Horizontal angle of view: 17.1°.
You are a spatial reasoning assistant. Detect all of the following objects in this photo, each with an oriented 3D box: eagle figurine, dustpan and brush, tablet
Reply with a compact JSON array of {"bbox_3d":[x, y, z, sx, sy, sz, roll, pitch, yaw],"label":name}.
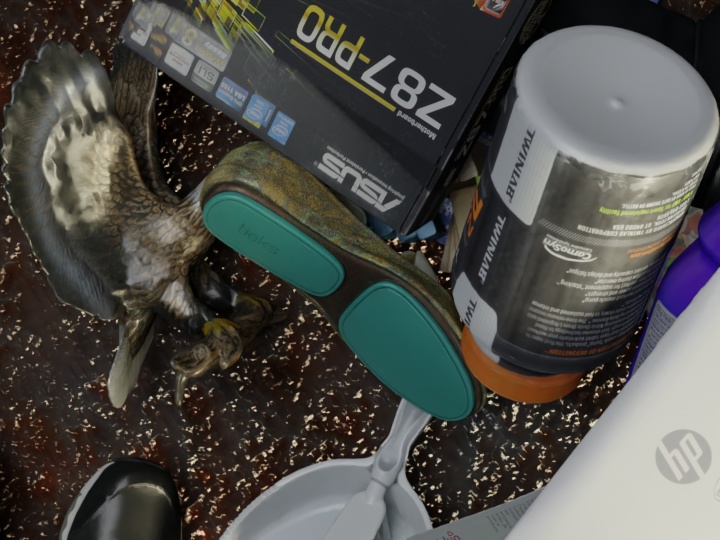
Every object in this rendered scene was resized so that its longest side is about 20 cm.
[{"bbox_3d":[-0.124,-0.034,1.366,0.151,0.152,0.200,-41,91,-25],"label":"eagle figurine"},{"bbox_3d":[0.002,0.138,1.347,0.139,0.057,0.201,25,70,17],"label":"dustpan and brush"},{"bbox_3d":[0.176,0.103,1.185,0.130,0.014,0.200,37,101,-3],"label":"tablet"}]

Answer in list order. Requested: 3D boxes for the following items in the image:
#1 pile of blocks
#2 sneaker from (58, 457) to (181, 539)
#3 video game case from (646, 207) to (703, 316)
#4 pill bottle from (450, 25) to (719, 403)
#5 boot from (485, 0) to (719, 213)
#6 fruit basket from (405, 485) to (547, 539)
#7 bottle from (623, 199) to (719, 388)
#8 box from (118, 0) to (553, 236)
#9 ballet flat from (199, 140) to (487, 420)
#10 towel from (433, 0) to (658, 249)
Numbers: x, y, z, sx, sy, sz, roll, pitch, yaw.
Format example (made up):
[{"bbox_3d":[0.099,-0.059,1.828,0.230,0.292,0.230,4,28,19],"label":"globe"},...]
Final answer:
[{"bbox_3d":[0.039,-0.041,1.332,0.199,0.062,0.083,11,93,18],"label":"pile of blocks"},{"bbox_3d":[-0.141,0.210,1.370,0.075,0.088,0.201,14,98,-22],"label":"sneaker"},{"bbox_3d":[0.226,0.008,1.304,0.142,0.018,0.201,-20,80,16],"label":"video game case"},{"bbox_3d":[0.106,-0.019,1.225,0.106,0.106,0.201,36,139,18],"label":"pill bottle"},{"bbox_3d":[0.171,-0.137,1.286,0.167,0.076,0.201,26,82,20],"label":"boot"},{"bbox_3d":[0.150,0.177,1.259,0.199,0.094,0.186,-27,108,18],"label":"fruit basket"},{"bbox_3d":[0.191,0.026,1.227,0.083,0.065,0.201,30,126,23],"label":"bottle"},{"bbox_3d":[-0.012,-0.141,1.272,0.200,0.049,0.162,35,117,12],"label":"box"},{"bbox_3d":[0.000,0.000,1.320,0.200,0.071,0.071,39,100,-11],"label":"ballet flat"},{"bbox_3d":[0.076,-0.113,1.366,0.144,0.024,0.201,27,97,17],"label":"towel"}]
